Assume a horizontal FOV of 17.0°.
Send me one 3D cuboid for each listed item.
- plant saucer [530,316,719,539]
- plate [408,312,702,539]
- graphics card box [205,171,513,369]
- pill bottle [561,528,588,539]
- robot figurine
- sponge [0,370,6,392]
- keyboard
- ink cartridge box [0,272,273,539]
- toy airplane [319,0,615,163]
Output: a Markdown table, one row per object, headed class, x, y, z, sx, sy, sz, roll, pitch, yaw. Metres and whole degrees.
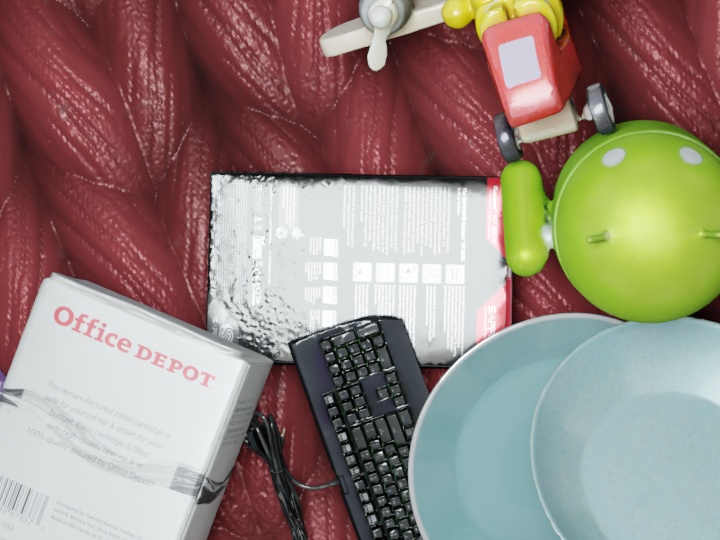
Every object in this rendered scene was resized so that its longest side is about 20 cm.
| class | x | y | z | sx | sy | sz | roll | pitch | yaw |
| --- | --- | --- | --- | --- | --- | --- | --- | --- | --- |
| plant saucer | 0.199 | 0.125 | 1.475 | 0.199 | 0.039 | 0.202 | 3 | 60 | -6 |
| plate | 0.126 | 0.121 | 1.536 | 0.199 | 0.026 | 0.202 | -2 | 104 | -8 |
| graphics card box | 0.000 | 0.000 | 1.557 | 0.198 | 0.051 | 0.126 | 0 | 90 | 3 |
| pill bottle | 0.081 | 0.245 | 1.494 | 0.199 | 0.113 | 0.113 | -35 | 86 | 17 |
| robot figurine | 0.175 | -0.030 | 1.467 | 0.174 | 0.200 | 0.117 | -5 | 97 | 5 |
| sponge | -0.231 | 0.150 | 1.582 | 0.200 | 0.030 | 0.112 | 45 | 93 | 3 |
| keyboard | -0.003 | 0.134 | 1.544 | 0.126 | 0.021 | 0.201 | -18 | 102 | 9 |
| ink cartridge box | -0.158 | 0.120 | 1.511 | 0.144 | 0.083 | 0.201 | 22 | 93 | 12 |
| toy airplane | 0.097 | -0.179 | 1.479 | 0.200 | 0.199 | 0.142 | -44 | 130 | -22 |
